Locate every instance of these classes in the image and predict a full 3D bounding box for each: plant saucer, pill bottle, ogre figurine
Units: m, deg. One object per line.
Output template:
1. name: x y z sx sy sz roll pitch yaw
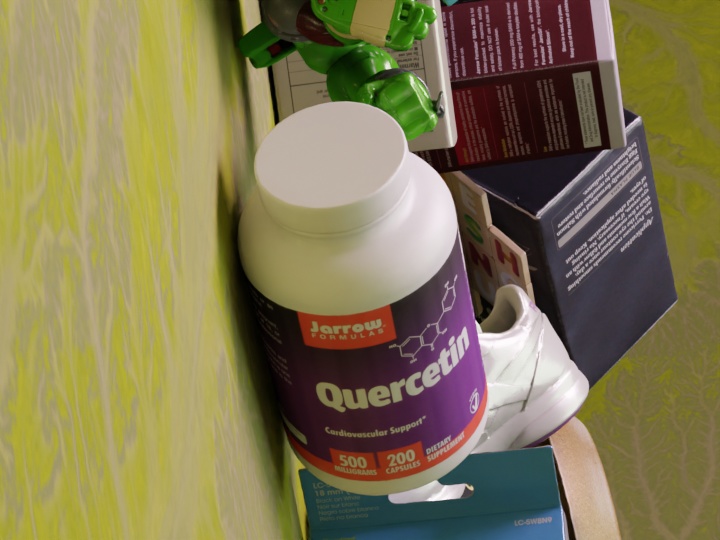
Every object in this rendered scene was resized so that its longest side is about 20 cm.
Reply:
1. plant saucer: 0.149 0.177 1.932 0.200 0.035 0.202 168 -90 -85
2. pill bottle: 0.001 0.014 1.455 0.113 0.112 0.201 -91 172 -45
3. ogre figurine: -0.023 -0.149 1.502 0.098 0.200 0.120 -50 175 -11

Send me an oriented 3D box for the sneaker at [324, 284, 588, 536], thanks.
1. sneaker: 0.038 0.082 1.621 0.075 0.200 0.100 -7 -66 55

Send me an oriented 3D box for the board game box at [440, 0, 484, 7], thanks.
1. board game box: 0.014 -0.224 1.765 0.028 0.134 0.201 -87 168 -60

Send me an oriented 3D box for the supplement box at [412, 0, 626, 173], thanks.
1. supplement box: 0.062 -0.113 1.776 0.109 0.198 0.061 73 10 -61

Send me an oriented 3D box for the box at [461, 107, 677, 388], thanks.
1. box: 0.107 -0.047 2.025 0.196 0.117 0.201 32 -27 35

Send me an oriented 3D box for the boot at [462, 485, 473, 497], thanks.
1. boot: 0.042 0.183 1.736 0.154 0.073 0.205 -70 141 -57

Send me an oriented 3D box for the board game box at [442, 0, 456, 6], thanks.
1. board game box: -0.009 -0.248 1.466 0.200 0.047 0.151 54 1 22

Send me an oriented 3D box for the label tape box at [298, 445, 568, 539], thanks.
1. label tape box: 0.048 0.199 1.554 0.063 0.143 0.201 -85 167 -54

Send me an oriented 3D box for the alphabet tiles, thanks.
1. alphabet tiles: 0.051 -0.036 1.950 0.200 0.008 0.168 42 -20 33

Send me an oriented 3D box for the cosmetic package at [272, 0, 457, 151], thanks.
1. cosmetic package: -0.005 -0.167 1.667 0.073 0.103 0.202 -61 144 -81
